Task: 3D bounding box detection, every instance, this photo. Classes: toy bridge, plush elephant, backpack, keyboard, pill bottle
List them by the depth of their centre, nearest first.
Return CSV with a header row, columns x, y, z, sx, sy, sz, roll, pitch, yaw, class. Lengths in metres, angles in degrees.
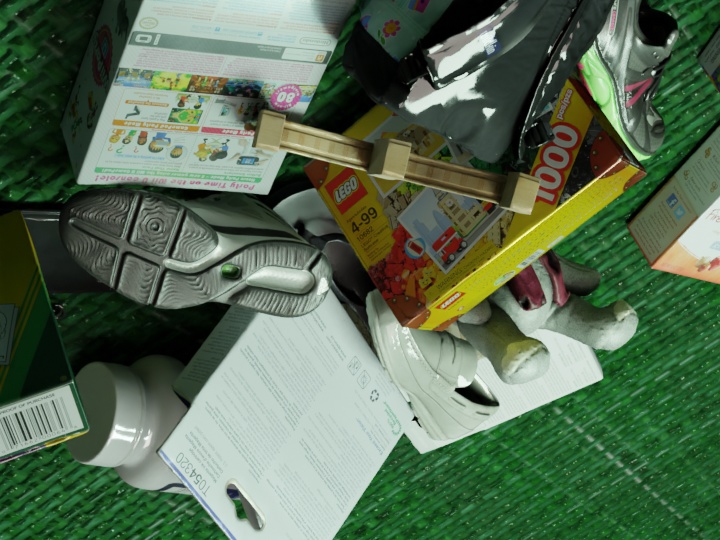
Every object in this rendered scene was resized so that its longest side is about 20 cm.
x,y,z,sx,sy,sz,roll,pitch,yaw,class
0.088,-0.186,0.959,0.166,0.127,0.201,16,113,-53,backpack
0.018,-0.075,1.006,0.198,0.067,0.028,13,93,-9,toy bridge
-0.268,0.001,1.098,0.198,0.021,0.128,1,131,-29,keyboard
0.125,-0.028,1.188,0.164,0.199,0.156,-10,121,-39,plush elephant
-0.144,0.131,1.251,0.199,0.112,0.111,14,129,-41,pill bottle

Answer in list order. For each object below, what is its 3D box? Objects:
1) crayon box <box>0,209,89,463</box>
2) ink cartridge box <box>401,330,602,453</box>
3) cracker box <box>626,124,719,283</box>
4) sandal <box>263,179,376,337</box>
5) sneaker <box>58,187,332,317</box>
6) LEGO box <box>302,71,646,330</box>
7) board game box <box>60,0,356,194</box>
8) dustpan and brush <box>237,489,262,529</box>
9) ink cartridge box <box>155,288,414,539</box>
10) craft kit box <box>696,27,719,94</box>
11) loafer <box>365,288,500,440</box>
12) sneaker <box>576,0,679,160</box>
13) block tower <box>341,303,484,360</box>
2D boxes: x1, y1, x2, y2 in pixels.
x,y,z,sx,sy,sz,roll,pitch,yaw,class
-0.299,0.062,0.993,0.198,0.173,0.059,-19,138,-11,crayon box
0.120,0.091,1.421,0.198,0.050,0.162,-22,145,10,ink cartridge box
0.352,-0.077,1.326,0.133,0.058,0.200,10,131,-39,cracker box
0.001,0.000,1.190,0.076,0.043,0.200,-42,122,7,sandal
-0.127,-0.023,1.076,0.199,0.115,0.076,15,104,-24,sneaker
0.082,-0.074,1.084,0.200,0.150,0.077,-39,162,18,LEGO box
-0.099,-0.144,0.978,0.146,0.065,0.201,2,135,-31,board game box
-0.068,0.119,1.204,0.140,0.057,0.201,-51,120,-31,dustpan and brush
-0.061,0.120,1.153,0.201,0.043,0.197,-53,129,-27,ink cartridge box
0.359,-0.164,1.104,0.048,0.198,0.201,1,136,-32,craft kit box
0.059,0.071,1.200,0.069,0.070,0.200,-20,145,11,loafer
0.208,-0.154,1.133,0.083,0.077,0.200,-25,145,8,sneaker
0.014,0.058,1.284,0.198,0.058,0.054,0,167,-28,block tower
